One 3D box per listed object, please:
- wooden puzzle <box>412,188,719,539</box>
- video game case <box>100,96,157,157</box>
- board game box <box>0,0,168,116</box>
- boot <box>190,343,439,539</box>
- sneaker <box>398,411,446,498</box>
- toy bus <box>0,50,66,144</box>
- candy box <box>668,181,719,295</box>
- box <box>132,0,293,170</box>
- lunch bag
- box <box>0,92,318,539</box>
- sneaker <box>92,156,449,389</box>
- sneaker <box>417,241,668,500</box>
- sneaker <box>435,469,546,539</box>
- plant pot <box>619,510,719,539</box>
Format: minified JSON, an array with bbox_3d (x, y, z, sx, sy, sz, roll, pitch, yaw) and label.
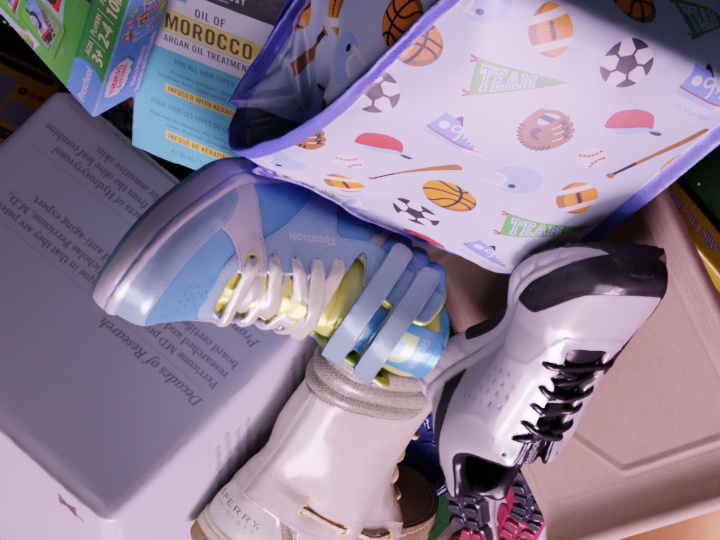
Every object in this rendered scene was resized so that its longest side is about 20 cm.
[{"bbox_3d":[0.121,0.033,1.338,0.185,0.037,0.201,-25,86,51],"label":"wooden puzzle"},{"bbox_3d":[-0.079,-0.133,1.360,0.199,0.022,0.183,3,131,29],"label":"video game case"},{"bbox_3d":[-0.167,-0.192,1.278,0.200,0.037,0.151,48,149,14],"label":"board game box"},{"bbox_3d":[0.009,0.092,1.440,0.072,0.200,0.155,41,112,26],"label":"boot"},{"bbox_3d":[0.047,0.097,1.572,0.070,0.078,0.200,39,122,-17],"label":"sneaker"},{"bbox_3d":[-0.214,-0.048,1.528,0.065,0.078,0.200,24,146,5],"label":"toy bus"},{"bbox_3d":[0.113,-0.041,1.376,0.102,0.026,0.200,-12,130,47],"label":"candy box"},{"bbox_3d":[-0.063,-0.132,1.295,0.082,0.049,0.200,21,138,12],"label":"box"},{"bbox_3d":[0.056,-0.089,1.220,0.170,0.124,0.200,23,134,-25],"label":"lunch bag"},{"bbox_3d":[-0.146,0.056,1.444,0.200,0.171,0.199,38,158,14],"label":"box"},{"bbox_3d":[-0.029,0.010,1.264,0.131,0.200,0.080,45,125,15],"label":"sneaker"},{"bbox_3d":[0.093,0.049,1.278,0.073,0.080,0.200,6,152,-21],"label":"sneaker"},{"bbox_3d":[0.089,0.139,1.507,0.080,0.075,0.200,25,142,12],"label":"sneaker"},{"bbox_3d":[0.208,0.137,1.423,0.199,0.200,0.140,13,128,18],"label":"plant pot"}]
